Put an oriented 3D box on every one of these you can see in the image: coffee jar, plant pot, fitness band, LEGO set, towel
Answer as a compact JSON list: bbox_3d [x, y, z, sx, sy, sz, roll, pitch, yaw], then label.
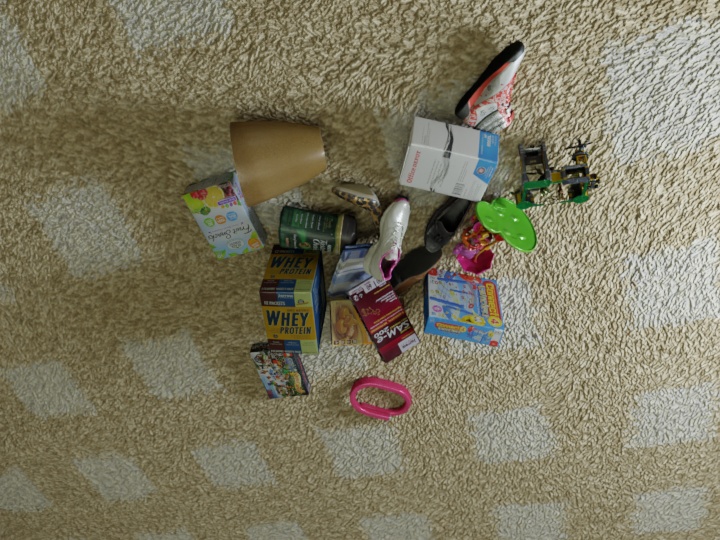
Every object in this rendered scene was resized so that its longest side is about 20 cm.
[{"bbox_3d":[-0.105,-0.097,1.553,0.193,0.087,0.105,7,149,1],"label":"coffee jar"},{"bbox_3d":[-0.179,-0.259,1.409,0.194,0.188,0.190,-12,127,-3],"label":"plant pot"},{"bbox_3d":[0.062,0.400,1.943,0.194,0.038,0.146,15,127,-6],"label":"fitness band"},{"bbox_3d":[0.432,-0.227,1.413,0.194,0.119,0.154,-8,155,17],"label":"LEGO set"},{"bbox_3d":[0.000,0.000,1.601,0.143,0.024,0.202,-7,145,-22],"label":"towel"}]

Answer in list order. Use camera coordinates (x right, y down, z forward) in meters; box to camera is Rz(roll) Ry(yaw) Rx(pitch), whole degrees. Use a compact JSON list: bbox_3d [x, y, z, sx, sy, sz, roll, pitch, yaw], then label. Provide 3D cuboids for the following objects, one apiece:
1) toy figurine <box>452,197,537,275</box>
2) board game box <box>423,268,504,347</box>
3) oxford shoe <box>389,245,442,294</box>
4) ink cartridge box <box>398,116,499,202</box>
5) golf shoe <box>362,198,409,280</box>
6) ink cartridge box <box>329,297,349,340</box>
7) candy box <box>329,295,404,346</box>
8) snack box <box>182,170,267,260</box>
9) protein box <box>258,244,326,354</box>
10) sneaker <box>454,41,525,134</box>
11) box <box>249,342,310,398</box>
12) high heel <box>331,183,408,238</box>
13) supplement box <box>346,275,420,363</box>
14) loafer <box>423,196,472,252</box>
[{"bbox_3d":[0.294,-0.065,1.505,0.196,0.154,0.184,10,143,-34],"label":"toy figurine"},{"bbox_3d":[0.258,0.089,1.587,0.190,0.202,0.057,10,127,-3],"label":"board game box"},{"bbox_3d":[0.140,0.001,1.632,0.198,0.073,0.071,-34,146,25],"label":"oxford shoe"},{"bbox_3d":[0.194,-0.246,1.388,0.194,0.086,0.146,12,150,-2],"label":"ink cartridge box"},{"bbox_3d":[0.078,-0.069,1.487,0.074,0.091,0.205,14,105,-33],"label":"golf shoe"},{"bbox_3d":[-0.013,0.123,1.722,0.092,0.038,0.203,-2,135,-29],"label":"ink cartridge box"},{"bbox_3d":[0.017,0.131,1.621,0.193,0.055,0.119,-3,90,-6],"label":"candy box"},{"bbox_3d":[-0.340,-0.135,1.578,0.138,0.054,0.203,-12,125,16],"label":"snack box"},{"bbox_3d":[-0.168,0.073,1.622,0.130,0.201,0.204,0,127,5],"label":"protein box"},{"bbox_3d":[0.301,-0.377,1.321,0.106,0.068,0.201,31,127,-18],"label":"sneaker"},{"bbox_3d":[-0.243,0.303,1.902,0.132,0.038,0.204,-8,125,12],"label":"box"},{"bbox_3d":[0.010,-0.131,1.528,0.194,0.072,0.145,11,121,-14],"label":"high heel"},{"bbox_3d":[0.056,0.116,1.567,0.107,0.061,0.204,-29,93,-7],"label":"supplement box"},{"bbox_3d":[0.213,-0.121,1.511,0.071,0.063,0.202,29,119,-6],"label":"loafer"}]
